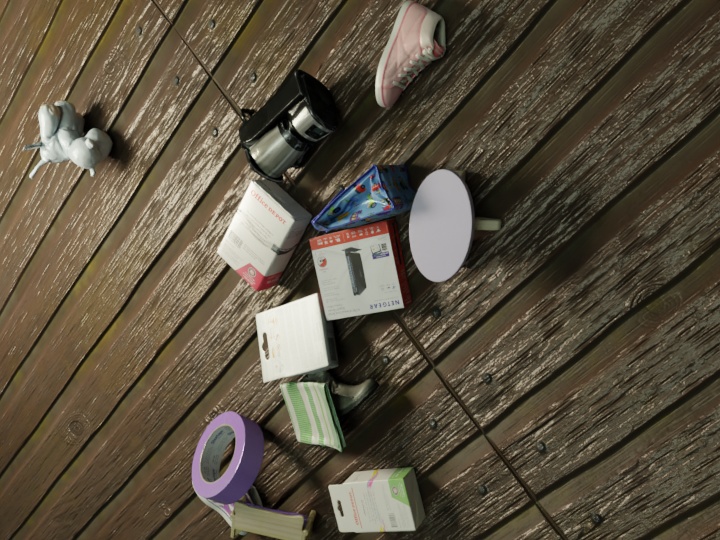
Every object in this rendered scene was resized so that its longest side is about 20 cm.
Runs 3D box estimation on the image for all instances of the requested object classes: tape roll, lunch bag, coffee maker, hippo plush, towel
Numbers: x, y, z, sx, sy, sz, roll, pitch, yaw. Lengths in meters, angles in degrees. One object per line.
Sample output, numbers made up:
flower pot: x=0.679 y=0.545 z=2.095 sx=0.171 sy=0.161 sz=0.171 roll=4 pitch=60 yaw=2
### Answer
tape roll: x=-0.319 y=0.449 z=1.604 sx=0.197 sy=0.065 sz=0.205 roll=-27 pitch=46 yaw=31
lunch bag: x=0.004 y=-0.125 z=1.348 sx=0.197 sy=0.150 sz=0.096 roll=-29 pitch=85 yaw=28
coffee maker: x=-0.160 y=-0.322 z=1.411 sx=0.198 sy=0.134 sz=0.195 roll=-36 pitch=81 yaw=27
hippo plush: x=-0.725 y=-0.333 z=1.691 sx=0.156 sy=0.201 sz=0.163 roll=14 pitch=127 yaw=16
towel: x=-0.111 y=0.326 z=1.508 sx=0.198 sy=0.023 sz=0.157 roll=-9 pitch=99 yaw=56

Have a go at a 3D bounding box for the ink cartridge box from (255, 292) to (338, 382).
ink cartridge box: x=-0.146 y=0.157 z=1.517 sx=0.196 sy=0.050 sz=0.168 roll=-19 pitch=73 yaw=34

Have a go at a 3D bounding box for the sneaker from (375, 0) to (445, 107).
sneaker: x=0.101 y=-0.405 z=1.290 sx=0.103 sy=0.075 sz=0.206 roll=27 pitch=106 yaw=26

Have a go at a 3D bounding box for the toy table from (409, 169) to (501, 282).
toy table: x=0.170 y=-0.090 z=1.285 sx=0.180 sy=0.116 sz=0.206 roll=21 pitch=107 yaw=24

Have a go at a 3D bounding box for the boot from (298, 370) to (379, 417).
boot: x=-0.059 y=0.258 z=1.494 sx=0.199 sy=0.067 sz=0.133 roll=-38 pitch=79 yaw=32

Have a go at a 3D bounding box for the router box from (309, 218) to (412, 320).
router box: x=0.000 y=0.000 z=1.429 sx=0.195 sy=0.049 sz=0.186 roll=-11 pitch=93 yaw=29

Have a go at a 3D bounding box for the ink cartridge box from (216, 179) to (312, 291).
ink cartridge box: x=-0.218 y=-0.082 z=1.511 sx=0.144 sy=0.084 sz=0.203 roll=40 pitch=115 yaw=16

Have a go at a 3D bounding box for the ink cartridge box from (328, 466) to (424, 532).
ink cartridge box: x=0.035 y=0.512 z=1.488 sx=0.195 sy=0.067 sz=0.121 roll=-13 pitch=93 yaw=28

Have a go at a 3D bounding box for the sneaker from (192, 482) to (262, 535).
sneaker: x=-0.329 y=0.558 z=1.695 sx=0.199 sy=0.073 sz=0.116 roll=38 pitch=111 yaw=5

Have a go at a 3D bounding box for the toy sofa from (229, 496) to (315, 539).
toy sofa: x=-0.208 y=0.591 z=1.596 sx=0.193 sy=0.083 sz=0.101 roll=8 pitch=104 yaw=9
